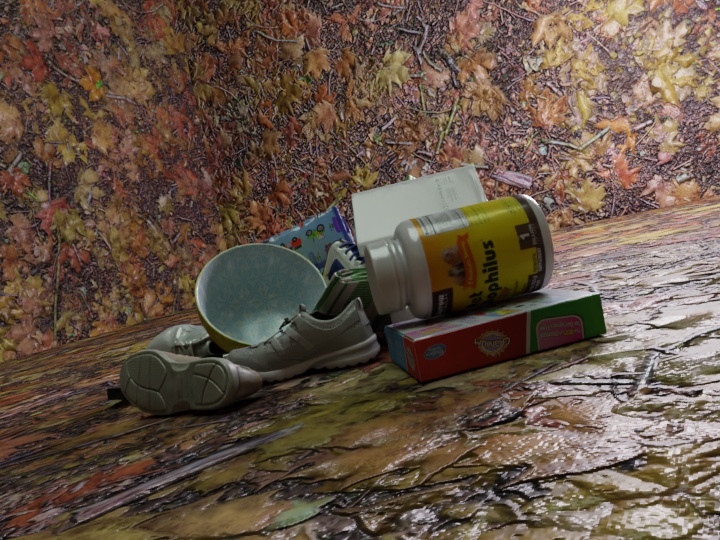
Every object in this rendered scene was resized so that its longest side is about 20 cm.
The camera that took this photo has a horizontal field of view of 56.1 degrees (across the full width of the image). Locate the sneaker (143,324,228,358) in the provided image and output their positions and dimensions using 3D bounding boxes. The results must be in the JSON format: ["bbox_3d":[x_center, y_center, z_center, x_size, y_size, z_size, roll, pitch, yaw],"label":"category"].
[{"bbox_3d":[-0.269,0.124,1.115,0.195,0.072,0.080,-12,5,2],"label":"sneaker"}]

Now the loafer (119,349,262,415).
[{"bbox_3d":[-0.198,0.131,0.780,0.196,0.074,0.062,-3,-9,36],"label":"loafer"}]

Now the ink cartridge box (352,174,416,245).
[{"bbox_3d":[0.065,-0.030,1.073,0.047,0.204,0.145,22,-50,-41],"label":"ink cartridge box"}]

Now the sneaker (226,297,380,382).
[{"bbox_3d":[-0.075,0.084,0.837,0.194,0.084,0.075,-12,2,8],"label":"sneaker"}]

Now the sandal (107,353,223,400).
[{"bbox_3d":[-0.286,0.147,0.986,0.075,0.044,0.198,-11,3,34],"label":"sandal"}]

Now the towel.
[{"bbox_3d":[0.021,0.042,0.912,0.196,0.024,0.154,-8,-35,-36],"label":"towel"}]

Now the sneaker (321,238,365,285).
[{"bbox_3d":[0.000,0.000,1.016,0.079,0.118,0.197,4,-20,-45],"label":"sneaker"}]

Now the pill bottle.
[{"bbox_3d":[0.106,-0.012,0.754,0.194,0.112,0.109,-13,3,-6],"label":"pill bottle"}]

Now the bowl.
[{"bbox_3d":[-0.150,0.068,1.018,0.196,0.202,0.109,-14,-38,-26],"label":"bowl"}]

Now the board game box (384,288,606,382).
[{"bbox_3d":[0.134,0.063,0.721,0.194,0.042,0.153,-13,2,-8],"label":"board game box"}]

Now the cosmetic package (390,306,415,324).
[{"bbox_3d":[0.130,0.050,0.913,0.081,0.052,0.198,-12,3,39],"label":"cosmetic package"}]

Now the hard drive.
[{"bbox_3d":[0.087,-0.091,1.006,0.194,0.027,0.134,-13,41,5],"label":"hard drive"}]

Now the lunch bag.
[{"bbox_3d":[-0.065,0.021,1.144,0.148,0.204,0.094,-25,-28,5],"label":"lunch bag"}]
